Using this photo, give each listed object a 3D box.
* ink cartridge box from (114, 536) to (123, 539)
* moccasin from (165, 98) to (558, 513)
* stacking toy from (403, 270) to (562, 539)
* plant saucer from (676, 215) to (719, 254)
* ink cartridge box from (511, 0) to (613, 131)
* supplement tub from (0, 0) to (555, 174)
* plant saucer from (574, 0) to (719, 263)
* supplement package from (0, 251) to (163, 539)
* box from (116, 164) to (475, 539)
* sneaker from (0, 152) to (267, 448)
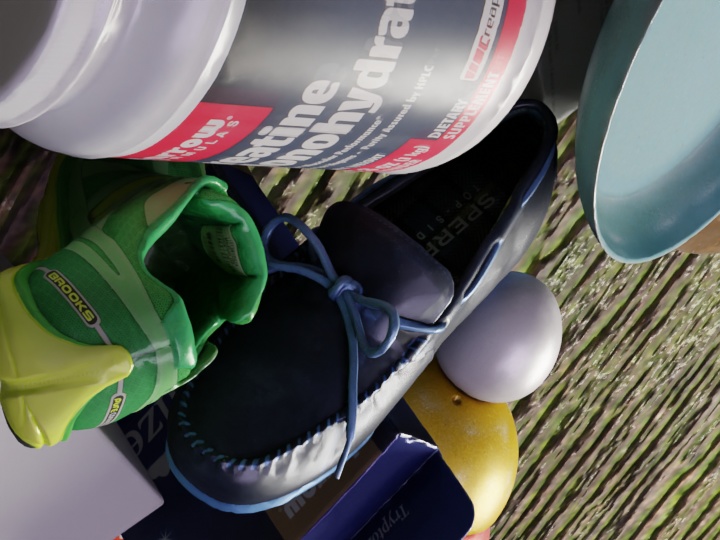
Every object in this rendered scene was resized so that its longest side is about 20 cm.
[{"bbox_3d":[-0.052,0.097,1.091,0.200,0.050,0.109,-39,146,2],"label":"ink cartridge box"},{"bbox_3d":[0.000,0.000,0.848,0.200,0.080,0.068,-49,169,-35],"label":"moccasin"},{"bbox_3d":[0.015,0.076,0.952,0.146,0.146,0.200,8,127,-47],"label":"stacking toy"},{"bbox_3d":[0.206,-0.069,1.111,0.199,0.030,0.200,-23,154,-12],"label":"plant saucer"},{"bbox_3d":[0.113,-0.168,0.912,0.200,0.057,0.163,-40,138,-33],"label":"ink cartridge box"},{"bbox_3d":[-0.046,-0.104,0.772,0.199,0.141,0.141,0,132,-43],"label":"supplement tub"},{"bbox_3d":[0.137,-0.095,0.880,0.200,0.027,0.201,-43,152,-29],"label":"plant saucer"},{"bbox_3d":[-0.176,0.036,0.840,0.120,0.121,0.200,-36,146,-2],"label":"supplement package"},{"bbox_3d":[-0.048,0.060,0.914,0.121,0.200,0.032,-47,143,15],"label":"box"},{"bbox_3d":[-0.069,0.002,0.800,0.083,0.200,0.074,-11,111,9],"label":"sneaker"}]
